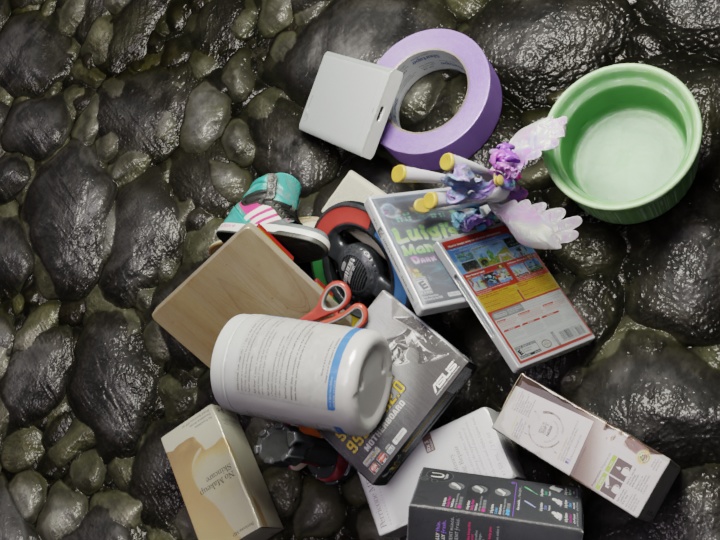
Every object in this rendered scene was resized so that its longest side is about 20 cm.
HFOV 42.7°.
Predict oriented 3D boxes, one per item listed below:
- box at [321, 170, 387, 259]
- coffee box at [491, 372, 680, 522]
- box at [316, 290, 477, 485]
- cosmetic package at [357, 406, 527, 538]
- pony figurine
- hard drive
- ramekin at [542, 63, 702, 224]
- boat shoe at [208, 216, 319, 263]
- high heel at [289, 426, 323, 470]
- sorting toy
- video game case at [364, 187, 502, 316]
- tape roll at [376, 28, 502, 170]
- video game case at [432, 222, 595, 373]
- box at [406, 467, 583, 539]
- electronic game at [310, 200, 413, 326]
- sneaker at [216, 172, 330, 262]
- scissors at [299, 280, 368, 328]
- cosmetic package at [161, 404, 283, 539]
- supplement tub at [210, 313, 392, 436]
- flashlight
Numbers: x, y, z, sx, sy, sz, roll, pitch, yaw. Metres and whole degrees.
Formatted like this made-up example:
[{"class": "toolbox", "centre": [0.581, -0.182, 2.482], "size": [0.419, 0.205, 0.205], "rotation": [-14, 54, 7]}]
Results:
[{"class": "box", "centre": [0.044, -0.059, 1.336], "size": [0.200, 0.068, 0.082], "rotation": [39, 93, 29]}, {"class": "coffee box", "centre": [0.273, 0.214, 1.114], "size": [0.199, 0.113, 0.080], "rotation": [29, 88, 29]}, {"class": "box", "centre": [0.031, 0.152, 1.202], "size": [0.158, 0.048, 0.200], "rotation": [40, 94, 27]}, {"class": "cosmetic package", "centre": [0.104, 0.266, 1.202], "size": [0.199, 0.074, 0.102], "rotation": [-28, 63, 14]}, {"class": "pony figurine", "centre": [0.169, -0.108, 1.174], "size": [0.193, 0.199, 0.168], "rotation": [-6, 83, 56]}, {"class": "hard drive", "centre": [-0.019, -0.254, 1.393], "size": [0.200, 0.026, 0.133], "rotation": [32, 104, 53]}, {"class": "ramekin", "centre": [0.346, -0.158, 1.205], "size": [0.199, 0.098, 0.201], "rotation": [-8, 71, 24]}, {"class": "boat shoe", "centre": [-0.143, -0.043, 1.428], "size": [0.199, 0.072, 0.065], "rotation": [-11, 33, 26]}, {"class": "high heel", "centre": [-0.090, 0.183, 1.339], "size": [0.096, 0.067, 0.201], "rotation": [7, 89, 57]}, {"class": "sorting toy", "centre": [-0.147, 0.054, 1.282], "size": [0.199, 0.200, 0.070], "rotation": [-40, 18, 20]}, {"class": "video game case", "centre": [0.125, -0.034, 1.236], "size": [0.183, 0.199, 0.023], "rotation": [65, 147, 26]}, {"class": "tape roll", "centre": [0.107, -0.254, 1.370], "size": [0.199, 0.066, 0.201], "rotation": [-8, 71, 24]}, {"class": "video game case", "centre": [0.199, 0.028, 1.197], "size": [0.201, 0.142, 0.017], "rotation": [59, 144, 22]}, {"class": "box", "centre": [0.159, 0.321, 1.092], "size": [0.199, 0.106, 0.123], "rotation": [6, 104, 11]}, {"class": "electronic game", "centre": [0.000, 0.000, 1.302], "size": [0.199, 0.041, 0.201], "rotation": [21, 121, 40]}, {"class": "sneaker", "centre": [-0.108, -0.081, 1.335], "size": [0.199, 0.084, 0.121], "rotation": [9, 62, 36]}, {"class": "scissors", "centre": [-0.082, 0.084, 1.230], "size": [0.199, 0.014, 0.073], "rotation": [-31, 84, 16]}, {"class": "cosmetic package", "centre": [-0.202, 0.308, 1.336], "size": [0.105, 0.071, 0.201], "rotation": [-35, 62, 11]}, {"class": "supplement tub", "centre": [-0.072, 0.128, 1.153], "size": [0.199, 0.132, 0.133], "rotation": [7, 77, 24]}, {"class": "flashlight", "centre": [-0.071, 0.243, 1.220], "size": [0.068, 0.200, 0.068], "rotation": [24, 86, 31]}]
